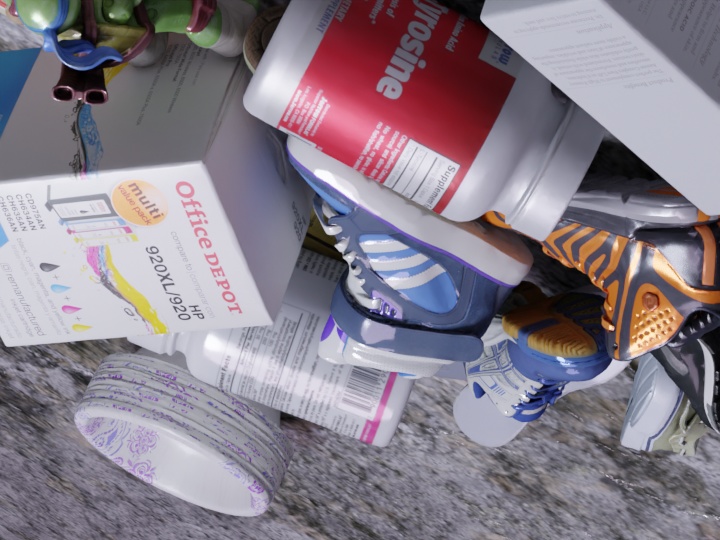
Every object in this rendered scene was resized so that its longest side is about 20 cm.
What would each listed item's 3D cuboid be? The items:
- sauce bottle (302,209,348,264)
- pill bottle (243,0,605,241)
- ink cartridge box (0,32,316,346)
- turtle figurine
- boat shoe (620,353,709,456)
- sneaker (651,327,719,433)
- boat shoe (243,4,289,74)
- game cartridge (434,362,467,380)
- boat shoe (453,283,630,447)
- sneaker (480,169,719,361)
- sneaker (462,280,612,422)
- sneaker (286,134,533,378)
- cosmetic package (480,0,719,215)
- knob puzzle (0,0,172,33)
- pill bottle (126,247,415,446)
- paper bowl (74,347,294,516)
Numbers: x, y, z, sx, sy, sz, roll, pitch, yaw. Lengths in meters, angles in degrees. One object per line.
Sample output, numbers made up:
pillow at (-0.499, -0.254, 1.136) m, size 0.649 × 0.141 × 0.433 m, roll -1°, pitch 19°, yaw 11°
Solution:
sauce bottle at (-0.070, -0.066, 1.795) m, size 0.200 × 0.065 × 0.065 m, roll 29°, pitch 160°, yaw -22°
pill bottle at (0.040, -0.100, 1.524) m, size 0.200 × 0.113 × 0.112 m, roll 27°, pitch 160°, yaw -3°
ink cartridge box at (-0.151, -0.055, 1.679) m, size 0.199 × 0.145 × 0.148 m, roll -5°, pitch 131°, yaw 20°
turtle figurine at (-0.152, -0.197, 1.553) m, size 0.200 × 0.144 × 0.194 m, roll 57°, pitch -164°, yaw 20°
boat shoe at (0.229, 0.092, 1.852) m, size 0.062 × 0.072 × 0.200 m, roll 11°, pitch 168°, yaw 4°
sneaker at (0.216, 0.030, 1.709) m, size 0.087 × 0.076 × 0.200 m, roll 25°, pitch 155°, yaw 33°
boat shoe at (0.017, -0.103, 1.619) m, size 0.200 × 0.072 × 0.076 m, roll 27°, pitch 172°, yaw -1°
game cartridge at (0.034, 0.037, 1.983) m, size 0.200 × 0.041 × 0.133 m, roll 9°, pitch 150°, yaw 40°
boat shoe at (0.146, 0.058, 1.848) m, size 0.071 × 0.070 × 0.200 m, roll 45°, pitch 134°, yaw 0°
sneaker at (0.149, -0.001, 1.604) m, size 0.077 × 0.112 × 0.200 m, roll -14°, pitch -164°, yaw -39°
sneaker at (0.125, 0.061, 1.735) m, size 0.075 × 0.088 × 0.200 m, roll -12°, pitch -169°, yaw -16°
sneaker at (0.000, 0.000, 1.665) m, size 0.200 × 0.147 × 0.081 m, roll 30°, pitch -156°, yaw -28°
cosmetic package at (0.172, -0.113, 1.390) m, size 0.200 × 0.074 × 0.102 m, roll 37°, pitch 158°, yaw -30°
knob puzzle at (-0.168, -0.171, 1.709) m, size 0.219 × 0.031 × 0.220 m, roll 22°, pitch 155°, yaw 11°
pill bottle at (-0.054, 0.039, 1.789) m, size 0.199 × 0.114 × 0.113 m, roll 21°, pitch 160°, yaw 1°
paper bowl at (-0.155, 0.136, 2.359) m, size 0.200 × 0.105 × 0.201 m, roll 24°, pitch 159°, yaw 9°
